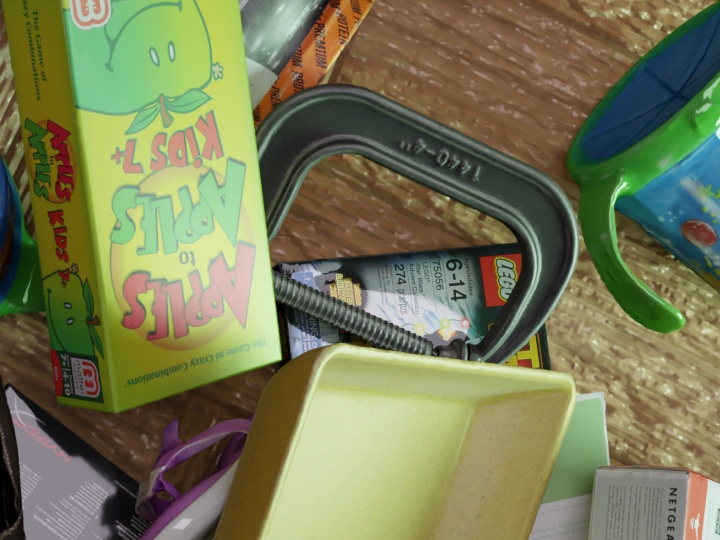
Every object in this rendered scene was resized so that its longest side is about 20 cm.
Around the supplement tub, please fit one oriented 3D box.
[{"bbox_3d":[-0.099,-0.154,1.309,0.199,0.123,0.123,36,75,-4],"label":"supplement tub"}]

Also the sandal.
[{"bbox_3d":[-0.074,0.093,1.219,0.050,0.203,0.083,42,107,2],"label":"sandal"}]

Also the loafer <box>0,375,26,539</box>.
[{"bbox_3d":[-0.182,0.126,1.182,0.072,0.071,0.202,-8,93,-14],"label":"loafer"}]

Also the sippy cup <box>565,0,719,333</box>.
[{"bbox_3d":[0.196,-0.051,1.365,0.178,0.140,0.130,-41,103,9],"label":"sippy cup"}]

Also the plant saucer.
[{"bbox_3d":[-0.004,0.125,1.172,0.199,0.048,0.201,9,102,-54],"label":"plant saucer"}]

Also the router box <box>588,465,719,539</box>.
[{"bbox_3d":[0.158,0.205,1.287,0.049,0.179,0.202,0,79,27],"label":"router box"}]

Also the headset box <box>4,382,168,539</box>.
[{"bbox_3d":[-0.171,0.179,1.261,0.148,0.077,0.201,37,76,-5],"label":"headset box"}]

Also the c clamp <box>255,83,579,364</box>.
[{"bbox_3d":[0.000,0.000,1.299,0.199,0.027,0.172,18,102,-11],"label":"c clamp"}]

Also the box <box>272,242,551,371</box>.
[{"bbox_3d":[0.032,0.091,1.342,0.136,0.040,0.202,-5,82,-15],"label":"box"}]

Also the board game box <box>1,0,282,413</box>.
[{"bbox_3d":[-0.098,-0.046,1.216,0.101,0.047,0.202,-16,104,-41],"label":"board game box"}]

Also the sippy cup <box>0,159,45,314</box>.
[{"bbox_3d":[-0.219,-0.027,1.248,0.177,0.130,0.141,-18,85,-15],"label":"sippy cup"}]

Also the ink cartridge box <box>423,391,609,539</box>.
[{"bbox_3d":[0.055,0.162,1.283,0.144,0.048,0.202,-11,103,-13],"label":"ink cartridge box"}]
